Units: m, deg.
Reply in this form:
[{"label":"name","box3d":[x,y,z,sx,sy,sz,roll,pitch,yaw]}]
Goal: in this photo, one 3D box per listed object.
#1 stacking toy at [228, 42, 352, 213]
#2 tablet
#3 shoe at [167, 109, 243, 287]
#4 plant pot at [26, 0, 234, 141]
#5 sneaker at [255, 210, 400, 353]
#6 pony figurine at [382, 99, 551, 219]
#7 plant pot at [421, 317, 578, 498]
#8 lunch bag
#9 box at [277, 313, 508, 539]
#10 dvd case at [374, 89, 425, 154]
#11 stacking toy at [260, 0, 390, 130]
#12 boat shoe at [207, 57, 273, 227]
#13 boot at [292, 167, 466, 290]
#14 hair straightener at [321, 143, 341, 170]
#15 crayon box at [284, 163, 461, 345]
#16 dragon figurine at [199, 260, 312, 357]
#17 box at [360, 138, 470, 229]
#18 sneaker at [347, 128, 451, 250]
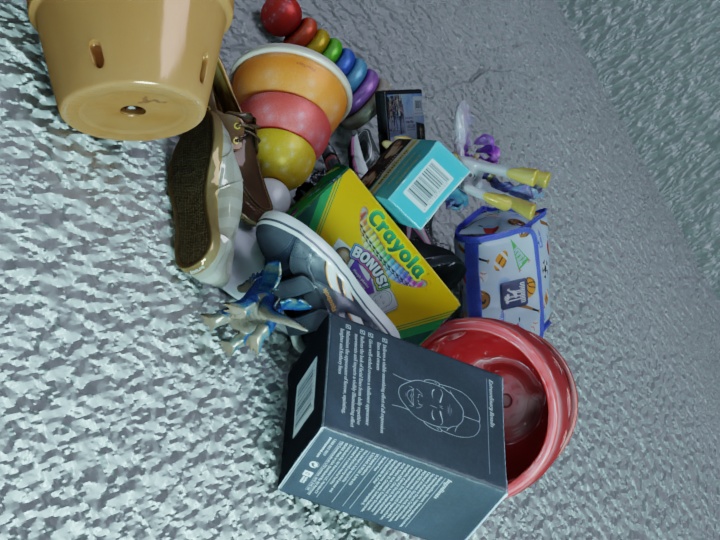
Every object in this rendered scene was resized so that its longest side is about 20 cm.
[{"label":"stacking toy","box3d":[-0.094,-0.138,1.676,0.146,0.145,0.202,41,47,-37]},{"label":"tablet","box3d":[-0.103,0.000,1.592,0.200,0.014,0.131,38,32,-42]},{"label":"shoe","box3d":[-0.153,-0.071,1.505,0.053,0.069,0.202,35,41,-42]},{"label":"plant pot","box3d":[-0.215,-0.211,1.410,0.199,0.198,0.142,23,59,-55]},{"label":"sneaker","box3d":[-0.044,0.032,1.523,0.200,0.078,0.080,47,60,-16]},{"label":"pony figurine","box3d":[0.137,-0.129,1.918,0.198,0.168,0.193,19,7,15]},{"label":"plant pot","box3d":[0.145,0.151,1.700,0.202,0.199,0.182,63,16,7]},{"label":"lunch bag","box3d":[0.183,0.016,1.968,0.200,0.122,0.172,-29,117,-65]},{"label":"box","box3d":[0.033,0.156,1.461,0.198,0.107,0.149,21,41,-16]},{"label":"dvd case","box3d":[0.058,-0.137,1.978,0.142,0.017,0.203,-17,104,-67]},{"label":"stacking toy","box3d":[-0.053,-0.278,1.954,0.200,0.085,0.086,44,27,-22]},{"label":"boat shoe","box3d":[-0.142,-0.143,1.597,0.202,0.067,0.072,63,21,15]},{"label":"boot","box3d":[0.019,-0.040,1.751,0.197,0.074,0.163,-4,50,-49]},{"label":"hair straightener","box3d":[-0.019,-0.080,1.849,0.201,0.041,0.077,61,-4,16]},{"label":"crayon box","box3d":[0.000,0.000,1.611,0.200,0.119,0.058,50,-6,-16]},{"label":"dragon figurine","box3d":[-0.087,0.030,1.430,0.099,0.200,0.059,-41,99,-28]},{"label":"box","box3d":[0.051,-0.096,1.617,0.049,0.082,0.200,42,-4,-12]},{"label":"sneaker","box3d":[0.049,-0.084,1.860,0.080,0.086,0.202,-148,-145,-80]}]
